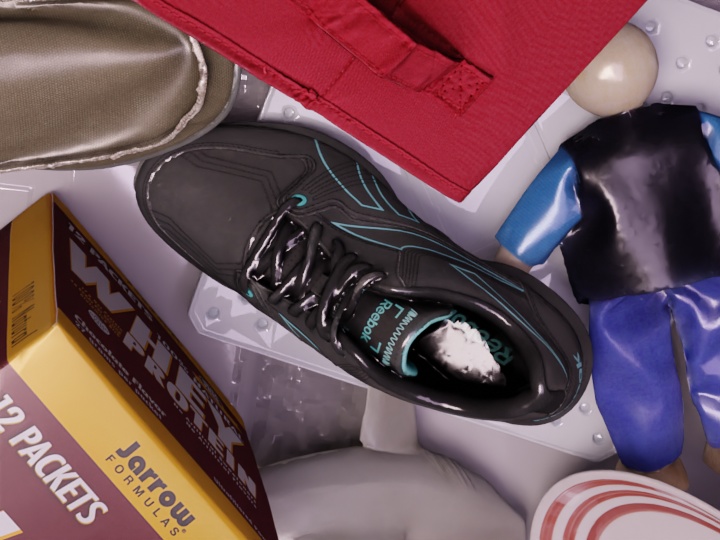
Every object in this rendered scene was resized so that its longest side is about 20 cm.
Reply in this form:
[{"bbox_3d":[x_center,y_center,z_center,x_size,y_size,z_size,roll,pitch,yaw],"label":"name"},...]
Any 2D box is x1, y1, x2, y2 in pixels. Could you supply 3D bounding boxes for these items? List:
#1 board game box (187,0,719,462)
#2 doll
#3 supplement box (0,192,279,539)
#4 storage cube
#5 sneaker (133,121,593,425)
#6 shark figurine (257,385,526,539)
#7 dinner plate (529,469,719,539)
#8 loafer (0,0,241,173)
[{"bbox_3d":[0.051,-0.039,0.861,0.200,0.026,0.200,18,102,-13],"label":"board game box"},{"bbox_3d":[0.117,-0.005,0.840,0.136,0.048,0.200,-13,107,1],"label":"doll"},{"bbox_3d":[-0.152,0.100,0.779,0.200,0.197,0.133,-38,108,2],"label":"supplement box"},{"bbox_3d":[0.004,-0.166,0.671,0.180,0.200,0.171,-47,136,14],"label":"storage cube"},{"bbox_3d":[0.000,0.000,0.795,0.200,0.079,0.076,26,102,5],"label":"sneaker"},{"bbox_3d":[-0.028,0.121,0.846,0.214,0.090,0.128,-17,129,-9],"label":"shark figurine"},{"bbox_3d":[0.152,0.162,0.858,0.024,0.200,0.200,-36,110,-27],"label":"dinner plate"},{"bbox_3d":[-0.144,-0.065,0.777,0.200,0.070,0.075,-8,102,11],"label":"loafer"}]
